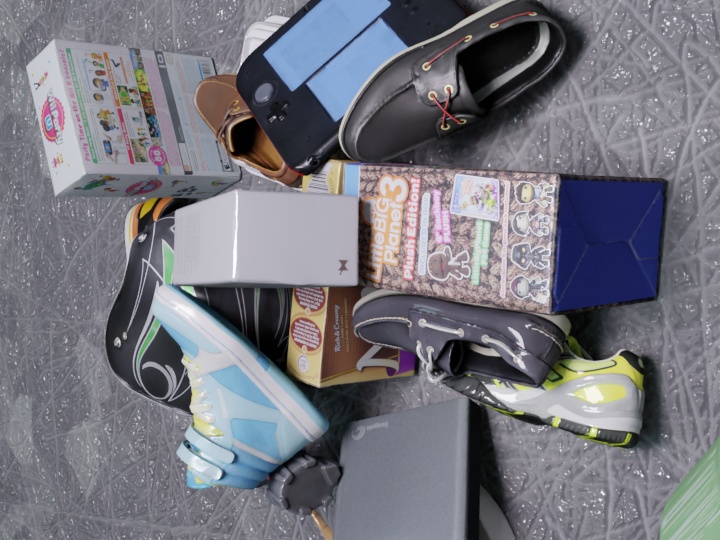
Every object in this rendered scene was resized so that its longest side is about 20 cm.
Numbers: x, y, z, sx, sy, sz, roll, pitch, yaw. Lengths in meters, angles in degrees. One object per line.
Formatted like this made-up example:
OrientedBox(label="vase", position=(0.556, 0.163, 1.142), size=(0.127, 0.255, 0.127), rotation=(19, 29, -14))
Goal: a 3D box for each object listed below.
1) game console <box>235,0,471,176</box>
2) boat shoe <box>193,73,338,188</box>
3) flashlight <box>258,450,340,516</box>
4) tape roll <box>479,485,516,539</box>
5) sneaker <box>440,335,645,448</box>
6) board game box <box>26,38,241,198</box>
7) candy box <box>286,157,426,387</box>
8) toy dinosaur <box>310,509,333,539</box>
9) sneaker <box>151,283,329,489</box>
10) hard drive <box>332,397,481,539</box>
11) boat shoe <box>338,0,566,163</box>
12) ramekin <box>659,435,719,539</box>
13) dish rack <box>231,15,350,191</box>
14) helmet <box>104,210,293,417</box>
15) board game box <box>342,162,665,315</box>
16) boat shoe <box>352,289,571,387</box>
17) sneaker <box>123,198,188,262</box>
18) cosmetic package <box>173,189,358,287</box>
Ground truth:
OrientedBox(label="game console", position=(-0.014, -0.194, 0.908), size=(0.200, 0.031, 0.177), rotation=(-40, 43, 7))
OrientedBox(label="boat shoe", position=(-0.106, -0.142, 0.990), size=(0.200, 0.068, 0.072), rotation=(38, 117, 35))
OrientedBox(label="flashlight", position=(-0.089, 0.198, 1.002), size=(0.200, 0.068, 0.068), rotation=(4, 78, 69))
OrientedBox(label="tape roll", position=(0.060, 0.278, 0.942), size=(0.203, 0.037, 0.203), rotation=(2, 93, 42))
OrientedBox(label="sneaker", position=(0.147, 0.087, 0.841), size=(0.200, 0.075, 0.077), rotation=(13, 80, 39))
OrientedBox(label="board game box", position=(-0.236, -0.156, 1.076), size=(0.064, 0.200, 0.148), rotation=(-25, 75, 40))
OrientedBox(label="candy box", position=(0.000, 0.000, 0.923), size=(0.056, 0.117, 0.200), rotation=(13, 101, 49))
OrientedBox(label="toy dinosaur", position=(0.020, 0.272, 0.928), size=(0.200, 0.060, 0.106), rotation=(-5, 60, 39))
OrientedBox(label="sneaker", position=(-0.136, 0.116, 0.894), size=(0.131, 0.200, 0.080), rotation=(-46, 14, -4))
OrientedBox(label="hard drive", position=(0.038, 0.217, 0.881), size=(0.139, 0.033, 0.200), rotation=(-18, 51, 32))
OrientedBox(label="boat shoe", position=(0.072, -0.150, 0.821), size=(0.201, 0.074, 0.063), rotation=(-33, 33, 1))
OrientedBox(label="ramekin", position=(0.285, 0.180, 0.628), size=(0.200, 0.200, 0.098), rotation=(52, 132, 27))
OrientedBox(label="dish rack", position=(-0.064, -0.165, 1.026), size=(0.200, 0.043, 0.172), rotation=(22, 108, 41))
OrientedBox(label="helmet", position=(-0.147, 0.035, 1.019), size=(0.200, 0.200, 0.191), rotation=(28, 102, 38))
OrientedBox(label="board game box", position=(0.109, -0.031, 0.796), size=(0.200, 0.159, 0.097), rotation=(8, 98, 43))
OrientedBox(label="boat shoe", position=(0.069, 0.058, 0.824), size=(0.200, 0.073, 0.063), rotation=(2, 59, 36))
OrientedBox(label="sneaker", position=(-0.218, 0.010, 1.157), size=(0.090, 0.070, 0.200), rotation=(-17, 79, 45))
OrientedBox(label="cosmetic package", position=(-0.084, -0.021, 0.837), size=(0.200, 0.101, 0.071), rotation=(178, 94, -66))
